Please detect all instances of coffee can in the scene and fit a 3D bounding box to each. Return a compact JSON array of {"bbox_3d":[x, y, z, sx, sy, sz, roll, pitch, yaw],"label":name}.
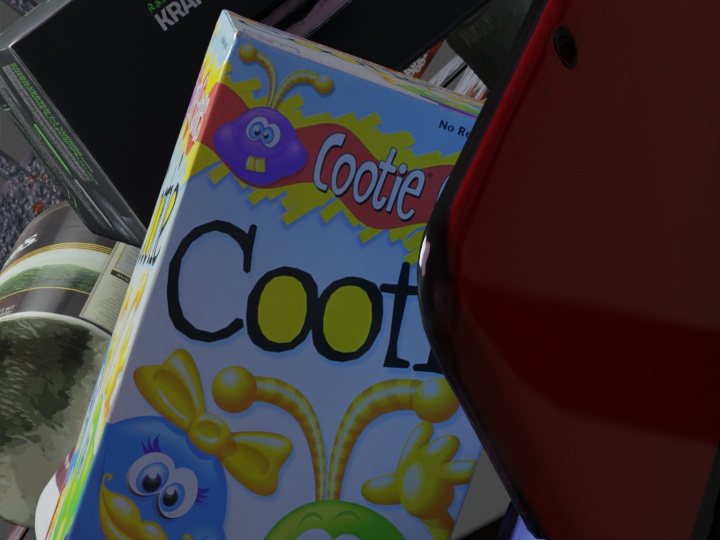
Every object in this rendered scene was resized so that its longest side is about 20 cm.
[{"bbox_3d":[-0.181,0.055,1.366,0.147,0.146,0.200,-50,11,21],"label":"coffee can"}]

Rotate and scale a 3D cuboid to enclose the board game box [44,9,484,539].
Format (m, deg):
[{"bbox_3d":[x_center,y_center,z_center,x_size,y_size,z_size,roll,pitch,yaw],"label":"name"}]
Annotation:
[{"bbox_3d":[-0.023,0.039,0.612,0.103,0.104,0.202,-119,47,-79],"label":"board game box"}]

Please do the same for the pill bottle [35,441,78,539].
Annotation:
[{"bbox_3d":[-0.042,0.075,0.725,0.201,0.109,0.110,-53,10,5],"label":"pill bottle"}]

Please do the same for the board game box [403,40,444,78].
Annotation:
[{"bbox_3d":[0.055,-0.181,1.419,0.201,0.019,0.103,-58,9,-21],"label":"board game box"}]

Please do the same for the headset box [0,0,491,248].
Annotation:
[{"bbox_3d":[-0.048,-0.097,0.803,0.174,0.093,0.200,-39,11,-10],"label":"headset box"}]

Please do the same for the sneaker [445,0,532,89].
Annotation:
[{"bbox_3d":[0.095,-0.106,0.811,0.084,0.075,0.200,-42,14,-7],"label":"sneaker"}]

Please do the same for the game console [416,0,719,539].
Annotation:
[{"bbox_3d":[0.044,0.012,0.498,0.172,0.118,0.201,-44,13,46],"label":"game console"}]

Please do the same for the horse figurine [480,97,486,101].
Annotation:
[{"bbox_3d":[0.001,-0.051,0.935,0.132,0.050,0.199,-29,-12,26],"label":"horse figurine"}]
